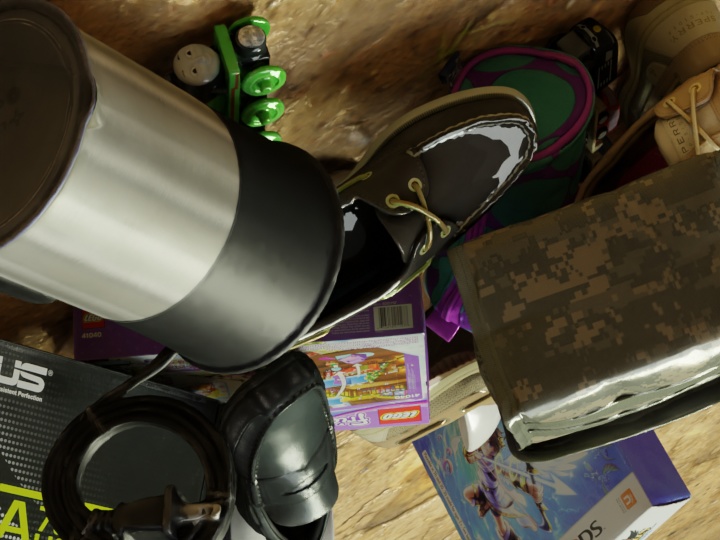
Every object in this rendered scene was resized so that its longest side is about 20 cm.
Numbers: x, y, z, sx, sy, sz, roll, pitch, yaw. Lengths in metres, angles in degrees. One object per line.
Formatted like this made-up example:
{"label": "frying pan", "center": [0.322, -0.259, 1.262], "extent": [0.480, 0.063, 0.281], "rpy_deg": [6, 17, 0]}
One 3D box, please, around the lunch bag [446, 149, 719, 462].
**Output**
{"label": "lunch bag", "center": [0.143, 0.030, 1.161], "extent": [0.163, 0.118, 0.200], "rpy_deg": [-20, 166, 3]}

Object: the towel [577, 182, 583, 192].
{"label": "towel", "center": [0.200, 0.004, 1.349], "extent": [0.143, 0.023, 0.200], "rpy_deg": [-8, 143, 22]}

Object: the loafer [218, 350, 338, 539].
{"label": "loafer", "center": [-0.039, 0.108, 1.191], "extent": [0.068, 0.071, 0.201], "rpy_deg": [-33, 160, -18]}

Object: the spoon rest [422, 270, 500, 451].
{"label": "spoon rest", "center": [0.071, 0.041, 1.417], "extent": [0.060, 0.100, 0.201], "rpy_deg": [-4, 138, -6]}

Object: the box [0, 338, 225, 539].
{"label": "box", "center": [-0.177, 0.142, 1.122], "extent": [0.199, 0.195, 0.047], "rpy_deg": [20, 169, -39]}

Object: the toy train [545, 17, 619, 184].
{"label": "toy train", "center": [0.134, -0.094, 1.265], "extent": [0.046, 0.034, 0.200], "rpy_deg": [-37, 159, -11]}

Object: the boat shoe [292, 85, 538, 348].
{"label": "boat shoe", "center": [0.011, -0.022, 1.086], "extent": [0.200, 0.061, 0.072], "rpy_deg": [-33, 117, 3]}

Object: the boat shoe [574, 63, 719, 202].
{"label": "boat shoe", "center": [0.192, -0.070, 1.179], "extent": [0.069, 0.074, 0.200], "rpy_deg": [-7, 154, -36]}

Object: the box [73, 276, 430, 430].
{"label": "box", "center": [-0.059, 0.055, 1.226], "extent": [0.198, 0.039, 0.137], "rpy_deg": [-4, 154, 1]}

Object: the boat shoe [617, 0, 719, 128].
{"label": "boat shoe", "center": [0.202, -0.105, 1.278], "extent": [0.072, 0.065, 0.200], "rpy_deg": [-29, 158, -2]}

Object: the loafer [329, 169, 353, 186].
{"label": "loafer", "center": [0.000, 0.000, 1.247], "extent": [0.075, 0.069, 0.200], "rpy_deg": [-33, 158, 8]}

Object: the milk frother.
{"label": "milk frother", "center": [-0.120, 0.017, 0.935], "extent": [0.180, 0.201, 0.188], "rpy_deg": [-29, 148, 25]}

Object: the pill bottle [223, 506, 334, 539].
{"label": "pill bottle", "center": [-0.119, 0.169, 1.321], "extent": [0.198, 0.112, 0.112], "rpy_deg": [-2, 152, -8]}

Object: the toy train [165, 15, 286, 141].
{"label": "toy train", "center": [-0.071, -0.063, 1.070], "extent": [0.056, 0.042, 0.200], "rpy_deg": [-14, 155, -10]}

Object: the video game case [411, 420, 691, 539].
{"label": "video game case", "center": [0.123, 0.127, 1.492], "extent": [0.045, 0.201, 0.181], "rpy_deg": [-6, 148, -40]}

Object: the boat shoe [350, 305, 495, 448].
{"label": "boat shoe", "center": [0.075, 0.049, 1.338], "extent": [0.199, 0.072, 0.064], "rpy_deg": [-28, 140, 18]}

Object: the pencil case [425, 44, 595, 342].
{"label": "pencil case", "center": [0.082, -0.042, 1.216], "extent": [0.092, 0.085, 0.201], "rpy_deg": [-45, 158, -26]}
